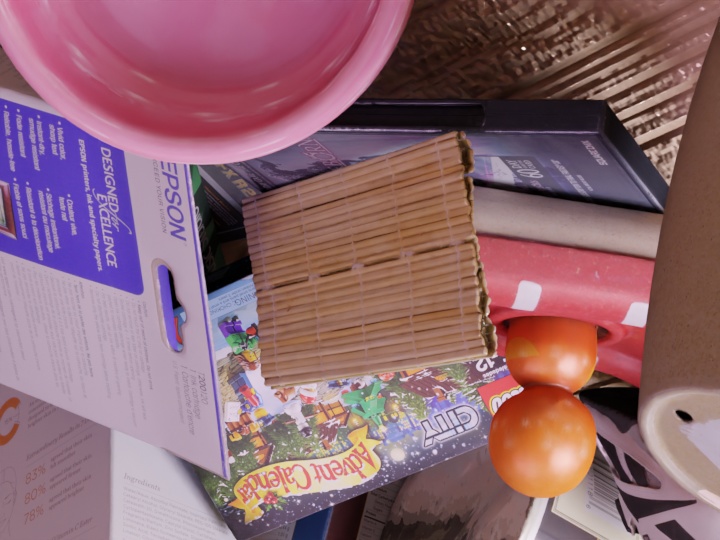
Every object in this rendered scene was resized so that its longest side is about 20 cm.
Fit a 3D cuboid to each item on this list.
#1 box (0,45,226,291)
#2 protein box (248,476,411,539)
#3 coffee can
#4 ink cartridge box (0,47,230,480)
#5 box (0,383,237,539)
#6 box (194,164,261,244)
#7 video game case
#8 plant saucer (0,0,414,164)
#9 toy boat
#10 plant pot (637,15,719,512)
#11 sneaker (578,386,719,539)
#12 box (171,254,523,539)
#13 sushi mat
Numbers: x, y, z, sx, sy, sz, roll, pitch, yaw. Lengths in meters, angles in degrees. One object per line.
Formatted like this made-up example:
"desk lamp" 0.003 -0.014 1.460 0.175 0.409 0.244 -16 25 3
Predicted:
"box" -0.148 -0.049 1.228 0.143 0.036 0.201 22 153 21
"protein box" -0.044 0.164 1.359 0.198 0.202 0.134 2 162 45
"coffee can" 0.127 0.178 1.255 0.199 0.147 0.146 30 155 -23
"ink cartridge box" -0.143 -0.010 1.149 0.199 0.043 0.199 20 132 29
"box" -0.140 0.144 1.279 0.097 0.201 0.124 26 137 -36
"box" -0.124 -0.096 1.217 0.200 0.049 0.158 44 151 -22
"video game case" 0.032 -0.050 1.051 0.198 0.019 0.143 1 166 21
"plant saucer" -0.067 -0.147 0.971 0.199 0.202 0.051 28 -163 7
"toy boat" 0.092 0.042 1.076 0.198 0.132 0.131 8 165 -5
"plant pot" 0.187 -0.005 0.873 0.186 0.201 0.188 25 152 15
"sneaker" 0.158 0.113 1.152 0.073 0.089 0.200 1 -167 -14
"box" -0.011 0.047 1.203 0.199 0.038 0.137 -24 106 22
"sushi mat" 0.000 0.000 1.038 0.012 0.097 0.200 -3 175 -31
